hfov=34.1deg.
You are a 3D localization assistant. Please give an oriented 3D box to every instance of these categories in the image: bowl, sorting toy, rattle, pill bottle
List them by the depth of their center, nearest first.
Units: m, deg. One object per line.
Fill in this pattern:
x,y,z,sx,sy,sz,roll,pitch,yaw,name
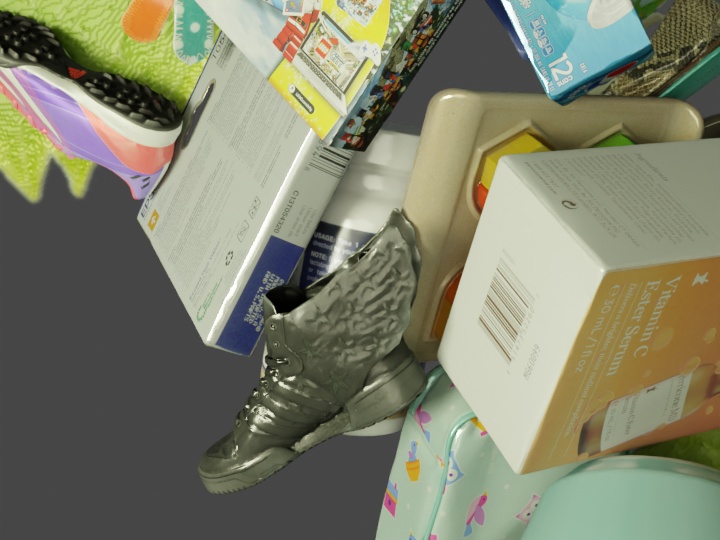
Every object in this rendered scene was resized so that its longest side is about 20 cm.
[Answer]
0.176,0.181,0.704,0.197,0.202,0.107,7,62,8,bowl
0.115,-0.022,0.746,0.197,0.037,0.188,-1,121,-27,sorting toy
-0.093,-0.241,0.753,0.200,0.143,0.131,-42,93,-3,rattle
0.000,0.000,0.805,0.114,0.116,0.204,12,102,7,pill bottle

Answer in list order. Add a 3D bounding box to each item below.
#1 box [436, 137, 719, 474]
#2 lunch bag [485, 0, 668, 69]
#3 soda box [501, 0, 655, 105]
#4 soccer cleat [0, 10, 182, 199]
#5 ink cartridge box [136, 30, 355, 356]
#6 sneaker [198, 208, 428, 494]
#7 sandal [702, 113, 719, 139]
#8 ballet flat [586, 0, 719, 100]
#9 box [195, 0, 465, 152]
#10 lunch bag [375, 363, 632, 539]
0.168,0.016,0.703,0.197,0.107,0.154,-7,131,-27,box
0.127,-0.253,0.744,0.169,0.127,0.202,-34,75,15,lunch bag
0.093,-0.198,0.657,0.063,0.068,0.203,-27,87,16,soda box
-0.224,-0.124,0.853,0.198,0.068,0.074,29,121,7,soccer cleat
-0.075,-0.075,0.793,0.043,0.200,0.199,19,106,-30,ink cartridge box
-0.036,0.054,0.725,0.198,0.060,0.105,-27,102,18,sneaker
0.275,-0.071,0.776,0.197,0.055,0.083,-16,96,13,sandal
0.167,-0.109,0.792,0.200,0.068,0.075,-46,68,8,ballet flat
-0.030,-0.186,0.673,0.200,0.037,0.137,49,115,26,box
0.099,0.156,0.799,0.158,0.077,0.203,-1,120,-22,lunch bag
